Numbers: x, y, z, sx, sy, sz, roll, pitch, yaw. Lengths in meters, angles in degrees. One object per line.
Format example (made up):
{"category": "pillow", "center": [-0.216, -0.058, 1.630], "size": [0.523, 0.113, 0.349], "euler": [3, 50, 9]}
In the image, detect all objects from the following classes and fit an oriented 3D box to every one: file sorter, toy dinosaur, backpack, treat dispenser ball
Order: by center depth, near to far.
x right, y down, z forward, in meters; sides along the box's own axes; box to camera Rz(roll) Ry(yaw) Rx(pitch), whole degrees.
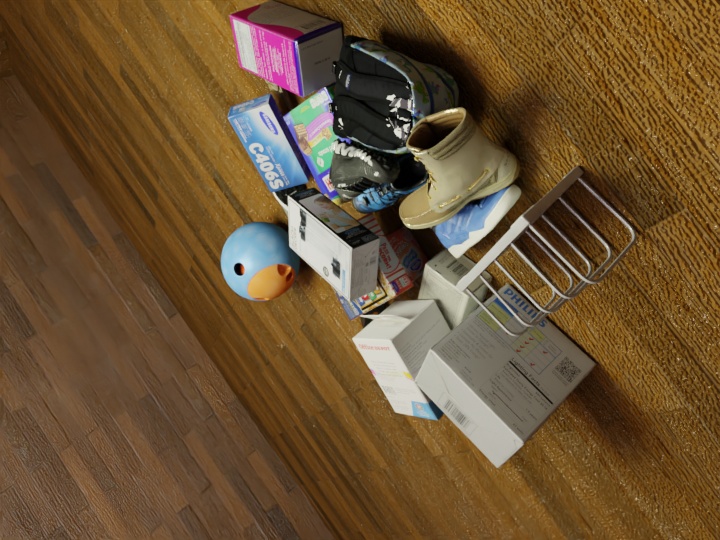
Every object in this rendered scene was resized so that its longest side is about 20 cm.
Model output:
{"category": "file sorter", "center": [0.255, -0.014, 0.829], "size": [0.125, 0.138, 0.200], "euler": [47, 150, 9]}
{"category": "backpack", "center": [0.051, -0.255, 0.894], "size": [0.200, 0.152, 0.165], "euler": [-131, 45, -57]}
{"category": "toy dinosaur", "center": [-0.171, -0.383, 1.209], "size": [0.201, 0.058, 0.101], "euler": [52, 167, 0]}
{"category": "treat dispenser ball", "center": [-0.254, -0.023, 1.515], "size": [0.200, 0.200, 0.202], "euler": [37, 145, 31]}

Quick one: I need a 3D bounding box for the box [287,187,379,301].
{"category": "box", "center": [-0.052, -0.050, 1.054], "size": [0.200, 0.060, 0.117], "euler": [42, 141, 38]}

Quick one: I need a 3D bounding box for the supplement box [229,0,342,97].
{"category": "supplement box", "center": [-0.132, -0.402, 1.063], "size": [0.200, 0.101, 0.104], "euler": [36, 145, 34]}

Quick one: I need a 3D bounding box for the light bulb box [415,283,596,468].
{"category": "light bulb box", "center": [0.233, 0.168, 0.973], "size": [0.198, 0.199, 0.125], "euler": [45, 150, 20]}

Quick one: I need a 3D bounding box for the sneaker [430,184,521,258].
{"category": "sneaker", "center": [0.163, -0.102, 0.937], "size": [0.111, 0.077, 0.200], "euler": [44, 156, 3]}

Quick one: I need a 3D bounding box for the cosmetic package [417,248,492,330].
{"category": "cosmetic package", "center": [0.165, 0.065, 1.104], "size": [0.103, 0.073, 0.201], "euler": [40, 147, 26]}

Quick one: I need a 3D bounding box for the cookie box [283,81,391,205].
{"category": "cookie box", "center": [-0.038, -0.233, 1.112], "size": [0.171, 0.075, 0.201], "euler": [-9, 112, 57]}

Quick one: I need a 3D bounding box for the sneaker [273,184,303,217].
{"category": "sneaker", "center": [-0.151, -0.147, 1.374], "size": [0.201, 0.074, 0.079], "euler": [57, 156, -1]}

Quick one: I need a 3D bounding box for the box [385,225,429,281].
{"category": "box", "center": [0.044, 0.005, 1.201], "size": [0.103, 0.094, 0.200], "euler": [57, 151, 3]}

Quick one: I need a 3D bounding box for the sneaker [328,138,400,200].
{"category": "sneaker", "center": [0.000, -0.150, 0.948], "size": [0.200, 0.066, 0.091], "euler": [39, 114, 58]}

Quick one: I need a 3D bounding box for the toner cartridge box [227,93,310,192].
{"category": "toner cartridge box", "center": [-0.188, -0.262, 1.246], "size": [0.094, 0.043, 0.201], "euler": [-14, 133, 15]}

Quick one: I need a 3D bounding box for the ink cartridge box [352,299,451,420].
{"category": "ink cartridge box", "center": [0.093, 0.149, 1.086], "size": [0.128, 0.125, 0.201], "euler": [-7, 116, 57]}

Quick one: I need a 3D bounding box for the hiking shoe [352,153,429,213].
{"category": "hiking shoe", "center": [0.053, -0.151, 0.976], "size": [0.199, 0.087, 0.075], "euler": [-30, 95, 34]}

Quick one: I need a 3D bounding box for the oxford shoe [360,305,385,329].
{"category": "oxford shoe", "center": [0.042, 0.131, 1.307], "size": [0.200, 0.072, 0.085], "euler": [-107, 4, -58]}

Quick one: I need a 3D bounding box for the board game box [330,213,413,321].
{"category": "board game box", "center": [0.000, 0.000, 1.119], "size": [0.152, 0.046, 0.200], "euler": [61, 150, 2]}

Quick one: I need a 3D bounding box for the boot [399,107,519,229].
{"category": "boot", "center": [0.105, -0.141, 0.848], "size": [0.199, 0.155, 0.073], "euler": [-24, 55, 34]}
